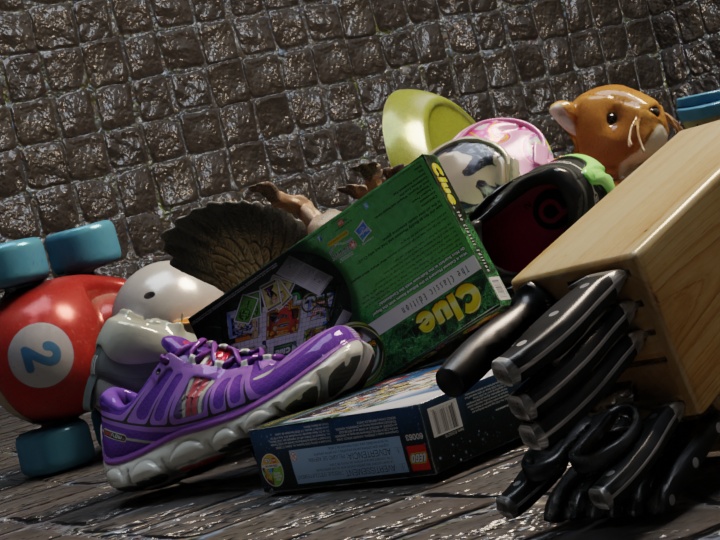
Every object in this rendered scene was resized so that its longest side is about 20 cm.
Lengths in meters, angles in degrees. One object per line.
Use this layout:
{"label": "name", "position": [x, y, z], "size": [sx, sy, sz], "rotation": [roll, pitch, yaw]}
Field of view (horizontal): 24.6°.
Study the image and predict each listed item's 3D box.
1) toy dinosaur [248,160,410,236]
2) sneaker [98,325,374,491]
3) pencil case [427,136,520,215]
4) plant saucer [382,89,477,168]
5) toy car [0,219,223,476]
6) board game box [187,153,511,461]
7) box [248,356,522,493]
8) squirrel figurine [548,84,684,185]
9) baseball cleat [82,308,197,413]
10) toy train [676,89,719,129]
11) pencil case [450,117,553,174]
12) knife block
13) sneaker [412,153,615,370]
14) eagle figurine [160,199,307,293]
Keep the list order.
{"label": "toy dinosaur", "position": [0.000, 0.000, 1.146], "size": [0.085, 0.137, 0.199], "rotation": [-14, -6, 31]}
{"label": "sneaker", "position": [-0.085, 0.070, 0.990], "size": [0.199, 0.084, 0.080], "rotation": [-23, -11, 26]}
{"label": "pencil case", "position": [0.095, -0.011, 1.160], "size": [0.089, 0.078, 0.200], "rotation": [-14, -34, 12]}
{"label": "plant saucer", "position": [0.090, -0.074, 1.430], "size": [0.031, 0.201, 0.200], "rotation": [-27, -4, 26]}
{"label": "toy car", "position": [-0.182, 0.047, 1.315], "size": [0.199, 0.186, 0.176], "rotation": [-13, 2, 34]}
{"label": "board game box", "position": [-0.010, 0.026, 1.013], "size": [0.199, 0.105, 0.023], "rotation": [-33, -17, 26]}
{"label": "box", "position": [0.056, 0.074, 0.924], "size": [0.199, 0.038, 0.136], "rotation": [-16, 1, -44]}
{"label": "squirrel figurine", "position": [0.199, -0.055, 1.384], "size": [0.141, 0.188, 0.199], "rotation": [-15, 2, -34]}
{"label": "baseball cleat", "position": [-0.094, 0.093, 1.117], "size": [0.199, 0.107, 0.070], "rotation": [18, -5, -25]}
{"label": "toy train", "position": [0.294, -0.070, 1.066], "size": [0.084, 0.117, 0.199], "rotation": [-23, 12, -42]}
{"label": "pencil case", "position": [0.111, -0.023, 1.287], "size": [0.087, 0.088, 0.201], "rotation": [-14, -42, -6]}
{"label": "knife block", "position": [0.105, 0.005, 0.651], "size": [0.064, 0.202, 0.175], "rotation": [-12, -27, 43]}
{"label": "sneaker", "position": [0.069, -0.002, 1.026], "size": [0.200, 0.077, 0.084], "rotation": [-45, -17, 16]}
{"label": "eagle figurine", "position": [-0.046, 0.042, 1.228], "size": [0.199, 0.152, 0.151], "rotation": [8, -52, -48]}
